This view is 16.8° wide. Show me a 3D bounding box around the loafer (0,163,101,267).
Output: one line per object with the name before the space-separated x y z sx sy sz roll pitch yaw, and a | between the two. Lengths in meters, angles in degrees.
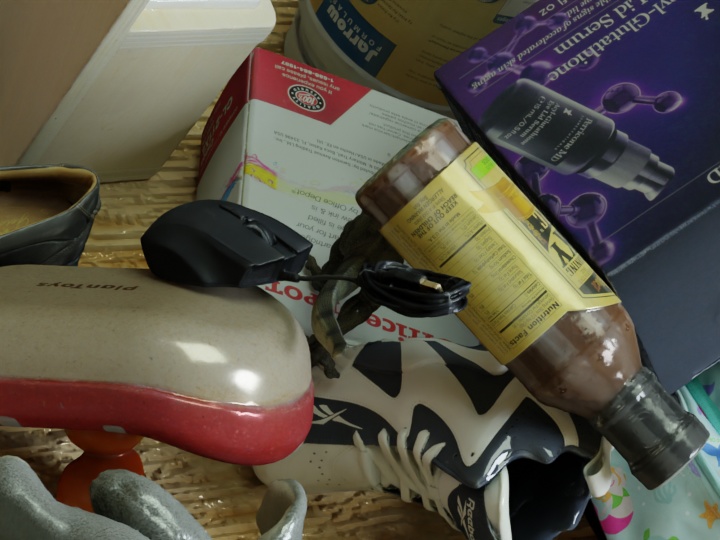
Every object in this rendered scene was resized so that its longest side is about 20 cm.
loafer | -0.223 -0.025 1.225 0.199 0.072 0.073 -10 59 -39

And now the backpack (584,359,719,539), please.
backpack | 0.190 0.115 1.290 0.177 0.150 0.200 38 25 -41

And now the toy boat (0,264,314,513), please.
toy boat | -0.120 0.072 1.173 0.199 0.131 0.131 2 14 16

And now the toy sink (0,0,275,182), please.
toy sink | -0.129 -0.154 1.305 0.112 0.200 0.131 -6 61 -38

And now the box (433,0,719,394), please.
box | 0.154 -0.059 1.263 0.200 0.148 0.104 52 -5 46

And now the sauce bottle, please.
sauce bottle | 0.085 0.018 1.158 0.200 0.065 0.065 48 41 -1

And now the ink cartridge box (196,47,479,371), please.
ink cartridge box | -0.016 -0.008 1.341 0.145 0.083 0.201 20 45 -18

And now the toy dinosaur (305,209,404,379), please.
toy dinosaur | 0.000 0.000 1.216 0.047 0.088 0.200 36 42 -4

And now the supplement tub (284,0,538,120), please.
supplement tub | 0.051 -0.181 1.462 0.144 0.200 0.145 19 43 -19

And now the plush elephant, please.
plush elephant | -0.082 0.172 1.091 0.199 0.155 0.166 4 86 11

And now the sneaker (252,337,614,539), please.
sneaker | 0.038 0.100 1.210 0.198 0.080 0.130 -10 37 8

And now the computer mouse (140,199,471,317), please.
computer mouse | -0.028 -0.008 1.138 0.199 0.034 0.059 10 16 39
